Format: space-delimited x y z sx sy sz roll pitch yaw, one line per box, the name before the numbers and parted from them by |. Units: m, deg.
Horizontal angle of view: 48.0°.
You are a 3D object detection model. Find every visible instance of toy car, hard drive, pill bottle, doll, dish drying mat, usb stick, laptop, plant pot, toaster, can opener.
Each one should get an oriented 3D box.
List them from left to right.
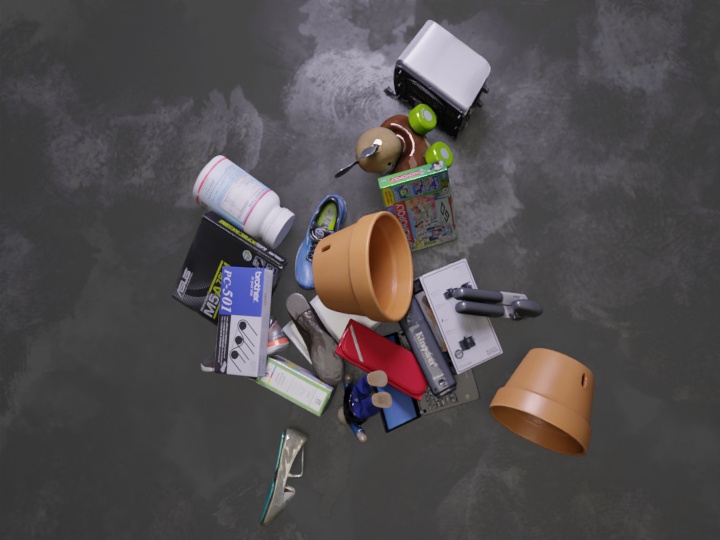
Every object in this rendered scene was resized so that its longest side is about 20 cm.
pill bottle | -0.234 -0.135 1.640 0.198 0.109 0.110 35 89 5
hard drive | -0.046 0.101 1.654 0.200 0.027 0.132 -43 84 1
doll | -0.002 0.263 1.564 0.047 0.200 0.140 -3 69 -25
plant pot | 0.000 0.000 1.533 0.137 0.199 0.206 -7 86 28
toy car | 0.048 -0.213 1.553 0.163 0.198 0.161 -30 83 46
dish drying mat | 0.049 0.173 1.562 0.197 0.018 0.078 30 71 -12
laptop | 0.121 0.200 1.598 0.195 0.103 0.182 -17 86 5
usb stick | 0.125 0.148 1.575 0.054 0.033 0.204 -23 76 -10
toaster | 0.153 -0.374 1.595 0.198 0.181 0.120 37 84 6
can opener | 0.268 0.062 1.579 0.196 0.066 0.054 6 67 -30
plant pot | 0.361 0.244 1.545 0.196 0.201 0.142 26 72 5

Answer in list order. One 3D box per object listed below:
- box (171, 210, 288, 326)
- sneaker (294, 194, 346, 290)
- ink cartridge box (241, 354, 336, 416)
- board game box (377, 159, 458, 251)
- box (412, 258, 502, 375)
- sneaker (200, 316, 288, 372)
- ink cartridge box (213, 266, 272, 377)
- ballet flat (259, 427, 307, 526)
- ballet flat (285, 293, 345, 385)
box | -0.265 0.016 1.626 0.190 0.048 0.203 31 115 3
sneaker | -0.087 -0.061 1.635 0.077 0.089 0.205 17 88 6
ink cartridge box | -0.148 0.216 1.615 0.196 0.104 0.060 26 88 5
board game box | 0.116 -0.119 1.580 0.131 0.202 0.030 -16 50 2
box | 0.189 0.093 1.603 0.114 0.060 0.204 -21 86 -21
sneaker | -0.236 0.145 1.613 0.196 0.077 0.084 -20 85 16
ink cartridge box | -0.224 0.098 1.552 0.091 0.044 0.206 2 85 17
ballet flat | -0.151 0.422 1.624 0.061 0.067 0.205 15 88 -5
ballet flat | -0.089 0.136 1.615 0.066 0.046 0.203 -31 81 -4
